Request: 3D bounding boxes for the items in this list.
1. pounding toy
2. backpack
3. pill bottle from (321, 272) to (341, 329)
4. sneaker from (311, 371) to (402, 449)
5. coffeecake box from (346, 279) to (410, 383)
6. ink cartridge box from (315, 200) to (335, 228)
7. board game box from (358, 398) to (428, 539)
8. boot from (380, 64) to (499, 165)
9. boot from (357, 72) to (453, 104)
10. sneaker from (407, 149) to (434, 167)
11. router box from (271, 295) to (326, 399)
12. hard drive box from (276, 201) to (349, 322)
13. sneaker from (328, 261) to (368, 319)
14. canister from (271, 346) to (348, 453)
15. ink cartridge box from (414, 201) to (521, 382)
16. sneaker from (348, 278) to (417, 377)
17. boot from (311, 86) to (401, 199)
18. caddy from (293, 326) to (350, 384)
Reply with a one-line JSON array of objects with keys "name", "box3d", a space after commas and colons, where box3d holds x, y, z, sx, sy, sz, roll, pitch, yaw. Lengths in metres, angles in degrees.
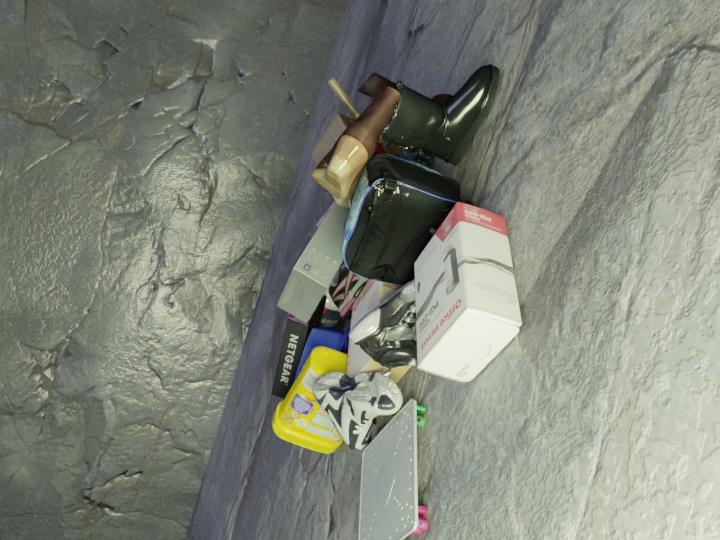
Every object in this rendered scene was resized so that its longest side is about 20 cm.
[{"name": "pounding toy", "box3d": [0.009, -0.222, 1.246, 0.142, 0.183, 0.201, -51, 46, 27]}, {"name": "backpack", "box3d": [0.064, -0.085, 1.132, 0.147, 0.182, 0.201, -94, 24, -53]}, {"name": "pill bottle", "box3d": [-0.079, 0.063, 1.596, 0.200, 0.119, 0.120, 122, 159, -45]}, {"name": "sneaker", "box3d": [0.012, 0.246, 1.125, 0.198, 0.130, 0.079, -7, 27, 42]}, {"name": "coffeecake box", "box3d": [0.036, 0.113, 1.217, 0.154, 0.073, 0.201, 121, 160, -47]}, {"name": "ink cartridge box", "box3d": [0.004, -0.167, 1.500, 0.200, 0.083, 0.146, -53, 7, -24]}, {"name": "board game box", "box3d": [0.049, 0.331, 1.022, 0.200, 0.026, 0.201, 123, 159, -44]}, {"name": "boot", "box3d": [0.129, -0.283, 1.152, 0.074, 0.161, 0.199, -99, 30, -56]}, {"name": "boot", "box3d": [0.087, -0.337, 1.288, 0.187, 0.199, 0.065, -105, 36, -63]}, {"name": "sneaker", "box3d": [0.096, -0.192, 1.356, 0.087, 0.074, 0.201, 157, 129, -78]}, {"name": "router box", "box3d": [-0.135, 0.164, 1.480, 0.149, 0.051, 0.201, -58, -16, -65]}, {"name": "hard drive box", "box3d": [-0.081, -0.018, 1.369, 0.201, 0.076, 0.156, -63, 3, -36]}, {"name": "sneaker", "box3d": [0.000, 0.000, 1.345, 0.086, 0.080, 0.200, 46, 106, 24]}, {"name": "canister", "box3d": [-0.070, 0.254, 1.302, 0.087, 0.148, 0.201, -85, 21, -54]}, {"name": "ink cartridge box", "box3d": [0.141, 0.029, 0.918, 0.146, 0.084, 0.201, 122, 158, -43]}, {"name": "sneaker", "box3d": [0.087, 0.084, 1.073, 0.200, 0.114, 0.075, -37, 0, 2]}, {"name": "boot", "box3d": [-0.003, -0.207, 1.100, 0.167, 0.072, 0.200, -54, 7, -8]}, {"name": "caddy", "box3d": [-0.071, 0.214, 1.442, 0.141, 0.104, 0.201, 18, -91, -81]}]
